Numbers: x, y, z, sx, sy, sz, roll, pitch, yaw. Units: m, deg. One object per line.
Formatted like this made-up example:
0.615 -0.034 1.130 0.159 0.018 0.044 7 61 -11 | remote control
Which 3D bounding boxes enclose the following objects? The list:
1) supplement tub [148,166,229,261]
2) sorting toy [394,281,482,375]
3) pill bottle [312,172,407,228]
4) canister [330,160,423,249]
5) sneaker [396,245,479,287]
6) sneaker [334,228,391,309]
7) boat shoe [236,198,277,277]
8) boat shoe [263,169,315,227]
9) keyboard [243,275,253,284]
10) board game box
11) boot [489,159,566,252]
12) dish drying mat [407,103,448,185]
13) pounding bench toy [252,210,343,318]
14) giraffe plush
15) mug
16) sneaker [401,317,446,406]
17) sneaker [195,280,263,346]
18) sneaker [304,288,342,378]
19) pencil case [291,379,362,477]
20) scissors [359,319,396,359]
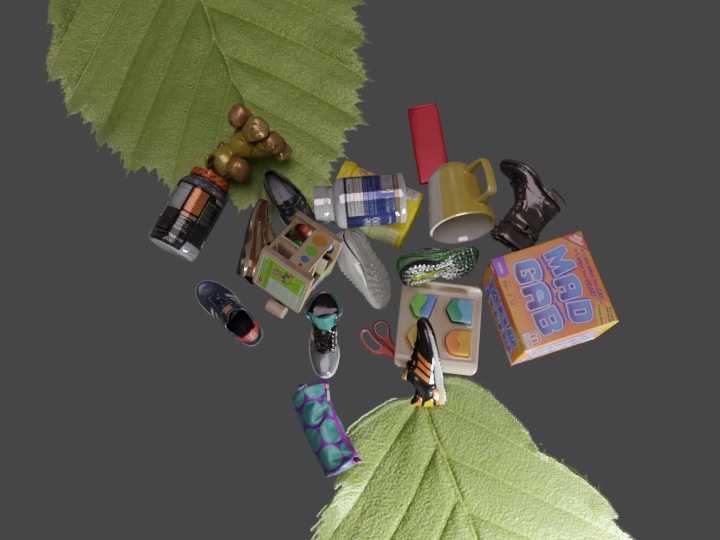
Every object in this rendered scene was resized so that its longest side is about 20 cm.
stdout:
-0.394 -0.133 1.683 0.122 0.123 0.201 25 77 10 | supplement tub
0.175 0.123 1.615 0.184 0.036 0.201 7 74 3 | sorting toy
-0.001 -0.150 1.581 0.199 0.111 0.112 -5 74 1 | pill bottle
0.030 -0.150 1.680 0.199 0.087 0.149 24 78 8 | canister
0.175 -0.027 1.641 0.199 0.078 0.085 -9 38 -13 | sneaker
0.000 0.000 1.654 0.080 0.076 0.201 -27 88 38 | sneaker
-0.233 -0.069 1.679 0.073 0.076 0.201 15 62 -11 | boat shoe
-0.167 -0.163 1.699 0.074 0.066 0.200 -30 70 -6 | boat shoe
-0.178 -0.021 1.692 0.199 0.040 0.104 -28 52 -3 | keyboard
0.391 0.065 1.538 0.199 0.200 0.201 -18 74 -1 | board game box
0.358 -0.142 1.664 0.200 0.069 0.174 41 80 11 | boot
0.165 -0.305 1.748 0.076 0.018 0.201 -9 75 2 | dish drying mat
-0.141 -0.004 1.594 0.124 0.200 0.156 33 51 6 | pounding bench toy
-0.283 -0.280 1.692 0.162 0.172 0.200 -52 43 -3 | giraffe plush
0.234 -0.167 1.640 0.186 0.149 0.154 -20 63 24 | mug
0.128 0.203 1.553 0.089 0.070 0.201 -11 105 4 | sneaker
-0.301 0.087 1.637 0.200 0.085 0.075 39 80 13 | sneaker
-0.079 0.131 1.591 0.083 0.121 0.201 -1 75 3 | sneaker
-0.074 0.335 1.554 0.092 0.085 0.201 -32 74 22 | pencil case
0.080 0.196 1.621 0.073 0.014 0.200 -39 77 -10 | scissors
